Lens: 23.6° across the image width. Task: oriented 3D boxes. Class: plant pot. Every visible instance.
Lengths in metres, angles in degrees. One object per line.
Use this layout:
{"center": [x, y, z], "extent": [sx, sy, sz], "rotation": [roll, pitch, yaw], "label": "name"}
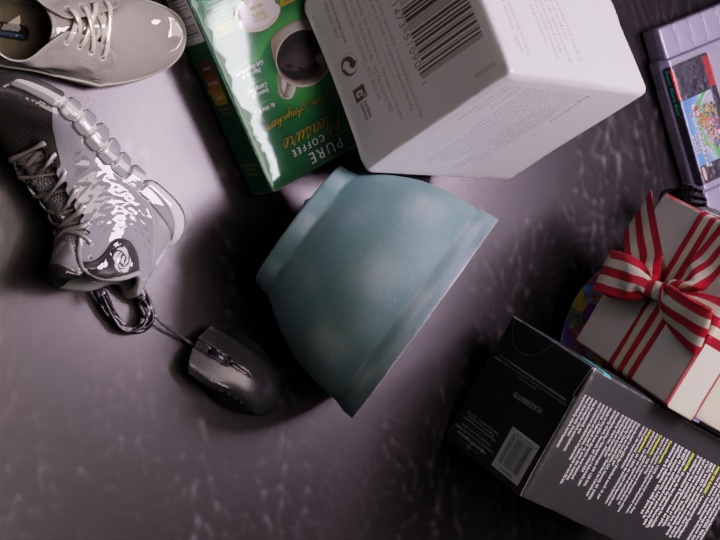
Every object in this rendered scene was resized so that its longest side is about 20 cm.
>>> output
{"center": [0.000, 0.000, 1.400], "extent": [0.134, 0.200, 0.201], "rotation": [36, 66, 1], "label": "plant pot"}

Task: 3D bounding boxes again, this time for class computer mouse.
{"center": [-0.137, 0.053, 1.385], "extent": [0.200, 0.034, 0.059], "rotation": [37, 69, -26], "label": "computer mouse"}

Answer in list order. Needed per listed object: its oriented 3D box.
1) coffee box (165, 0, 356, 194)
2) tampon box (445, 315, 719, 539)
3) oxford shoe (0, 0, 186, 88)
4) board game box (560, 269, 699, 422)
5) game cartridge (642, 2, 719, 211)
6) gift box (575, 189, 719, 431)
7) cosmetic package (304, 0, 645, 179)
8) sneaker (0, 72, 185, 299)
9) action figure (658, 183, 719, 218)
{"center": [-0.077, -0.176, 1.429], "extent": [0.123, 0.044, 0.201], "rotation": [-33, 105, -31], "label": "coffee box"}
{"center": [0.209, 0.155, 1.524], "extent": [0.200, 0.150, 0.127], "rotation": [29, 92, -28], "label": "tampon box"}
{"center": [-0.219, -0.183, 1.327], "extent": [0.199, 0.058, 0.076], "rotation": [1, 85, -35], "label": "oxford shoe"}
{"center": [0.280, 0.086, 1.655], "extent": [0.199, 0.039, 0.159], "rotation": [16, 79, -33], "label": "board game box"}
{"center": [0.359, -0.161, 1.726], "extent": [0.129, 0.038, 0.201], "rotation": [-25, 102, -36], "label": "game cartridge"}
{"center": [0.320, 0.035, 1.534], "extent": [0.186, 0.184, 0.201], "rotation": [27, 91, -29], "label": "gift box"}
{"center": [0.095, -0.185, 1.419], "extent": [0.200, 0.165, 0.165], "rotation": [1, 64, -49], "label": "cosmetic package"}
{"center": [-0.224, -0.052, 1.294], "extent": [0.200, 0.075, 0.116], "rotation": [41, 53, -26], "label": "sneaker"}
{"center": [0.370, -0.010, 1.677], "extent": [0.200, 0.102, 0.119], "rotation": [21, 104, -34], "label": "action figure"}
